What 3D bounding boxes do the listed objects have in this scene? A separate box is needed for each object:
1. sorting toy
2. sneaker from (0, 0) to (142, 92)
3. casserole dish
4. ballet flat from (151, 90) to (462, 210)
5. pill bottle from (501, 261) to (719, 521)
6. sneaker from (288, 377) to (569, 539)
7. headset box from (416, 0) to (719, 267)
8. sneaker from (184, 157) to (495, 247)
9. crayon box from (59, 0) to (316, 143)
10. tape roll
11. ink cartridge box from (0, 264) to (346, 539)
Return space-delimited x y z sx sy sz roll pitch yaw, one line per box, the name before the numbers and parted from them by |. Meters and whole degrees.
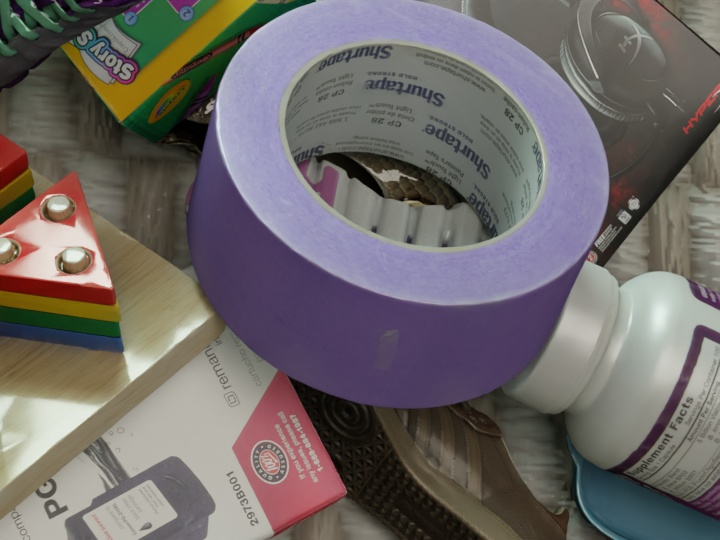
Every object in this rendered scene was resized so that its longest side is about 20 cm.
sorting toy | -0.205 0.015 1.047 0.198 0.070 0.200 32 57 28
sneaker | -0.159 -0.139 1.046 0.199 0.088 0.075 -31 100 0
casserole dish | 0.204 0.118 1.230 0.199 0.039 0.122 20 74 -11
ballet flat | -0.038 -0.059 1.177 0.199 0.067 0.046 26 42 -6
pill bottle | 0.181 0.068 1.155 0.199 0.112 0.113 25 73 -10
sneaker | 0.032 0.097 1.179 0.200 0.070 0.076 48 44 0
headset box | 0.092 -0.112 1.202 0.200 0.077 0.149 40 91 -7
sneaker | 0.000 0.000 1.150 0.199 0.089 0.081 15 50 -2
crayon box | -0.133 -0.182 1.137 0.119 0.058 0.200 -40 77 6
tape roll | 0.017 -0.037 1.067 0.199 0.085 0.201 9 49 -10
ink cartridge box | -0.132 0.102 1.108 0.199 0.084 0.145 -27 86 -19
